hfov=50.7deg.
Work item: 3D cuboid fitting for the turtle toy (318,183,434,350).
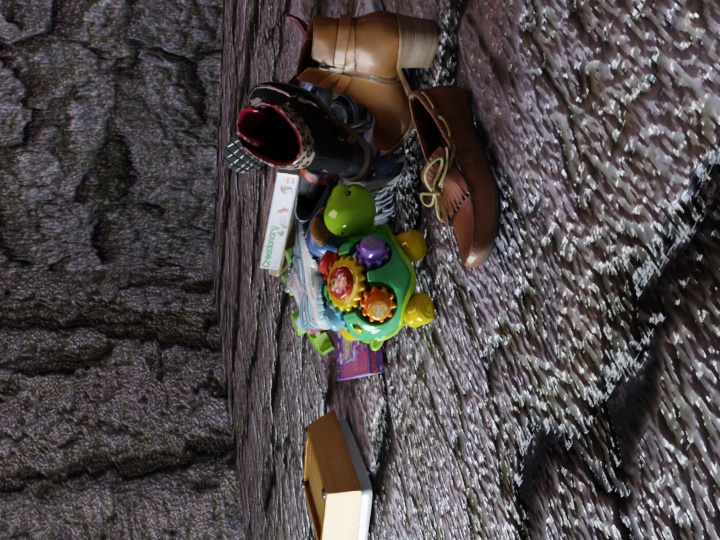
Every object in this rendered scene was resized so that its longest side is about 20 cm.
[{"bbox_3d":[0.003,-0.005,0.926,0.144,0.100,0.206,-18,74,41],"label":"turtle toy"}]

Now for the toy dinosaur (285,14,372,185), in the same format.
[{"bbox_3d":[-0.053,-0.220,1.045,0.199,0.104,0.185,39,107,37],"label":"toy dinosaur"}]

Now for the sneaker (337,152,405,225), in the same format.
[{"bbox_3d":[0.023,-0.101,1.015,0.200,0.075,0.088,152,105,-80],"label":"sneaker"}]

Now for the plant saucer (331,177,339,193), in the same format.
[{"bbox_3d":[-0.045,-0.227,1.223,0.200,0.031,0.207,173,90,-86],"label":"plant saucer"}]

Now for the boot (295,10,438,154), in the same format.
[{"bbox_3d":[-0.003,-0.221,0.912,0.201,0.151,0.079,114,149,-57],"label":"boot"}]

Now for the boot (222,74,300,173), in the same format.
[{"bbox_3d":[-0.138,-0.235,1.228,0.068,0.200,0.131,45,-179,-11],"label":"boot"}]

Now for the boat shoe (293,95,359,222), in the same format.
[{"bbox_3d":[-0.057,-0.164,1.103,0.069,0.072,0.202,-74,10,-61],"label":"boat shoe"}]

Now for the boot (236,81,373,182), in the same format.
[{"bbox_3d":[-0.092,-0.172,0.899,0.199,0.149,0.074,40,111,22],"label":"boot"}]

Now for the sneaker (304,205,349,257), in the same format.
[{"bbox_3d":[-0.046,-0.047,1.105,0.088,0.075,0.200,-46,4,22],"label":"sneaker"}]

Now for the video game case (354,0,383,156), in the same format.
[{"bbox_3d":[0.009,-0.273,1.102,0.202,0.022,0.186,111,153,-51],"label":"video game case"}]

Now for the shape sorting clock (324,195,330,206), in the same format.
[{"bbox_3d":[-0.052,-0.039,1.312,0.200,0.038,0.206,174,90,-76],"label":"shape sorting clock"}]

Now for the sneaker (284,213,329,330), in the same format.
[{"bbox_3d":[-0.090,-0.003,1.206,0.085,0.077,0.206,-17,76,29],"label":"sneaker"}]

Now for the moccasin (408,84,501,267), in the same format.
[{"bbox_3d":[0.088,-0.097,0.749,0.074,0.075,0.207,121,143,-62],"label":"moccasin"}]

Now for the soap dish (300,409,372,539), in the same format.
[{"bbox_3d":[-0.045,0.359,1.265,0.201,0.079,0.161,-118,30,-59],"label":"soap dish"}]

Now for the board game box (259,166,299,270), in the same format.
[{"bbox_3d":[-0.121,-0.115,1.143,0.202,0.034,0.129,109,164,-47],"label":"board game box"}]

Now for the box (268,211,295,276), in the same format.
[{"bbox_3d":[-0.106,-0.103,1.320,0.164,0.021,0.205,-56,-17,-75],"label":"box"}]

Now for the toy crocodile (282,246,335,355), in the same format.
[{"bbox_3d":[-0.086,0.050,1.286,0.062,0.066,0.205,-136,32,-59],"label":"toy crocodile"}]

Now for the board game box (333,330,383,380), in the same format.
[{"bbox_3d":[-0.007,0.108,1.202,0.200,0.031,0.124,144,119,-71],"label":"board game box"}]
